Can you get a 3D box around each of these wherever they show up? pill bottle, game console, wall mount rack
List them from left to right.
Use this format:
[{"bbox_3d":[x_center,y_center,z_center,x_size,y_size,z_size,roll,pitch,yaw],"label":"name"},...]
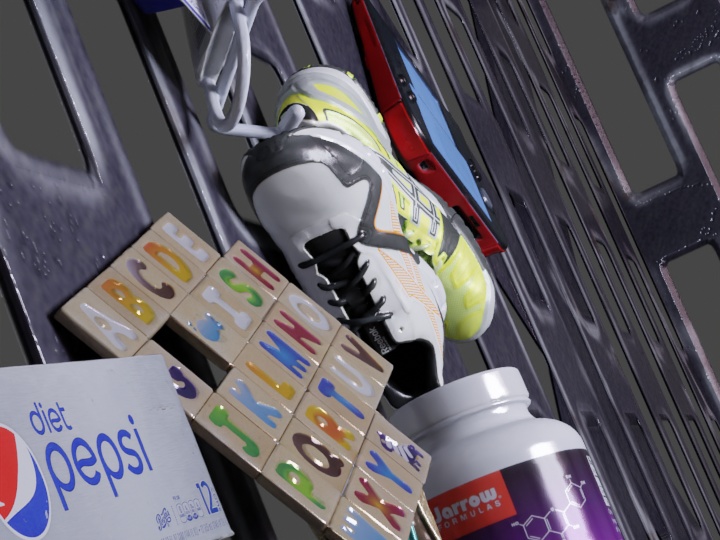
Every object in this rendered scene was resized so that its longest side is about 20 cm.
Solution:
[{"bbox_3d":[-0.046,-0.173,0.957,0.075,0.174,0.200,3,51,-23],"label":"wall mount rack"},{"bbox_3d":[0.059,-0.117,1.490,0.200,0.031,0.177,50,20,-47],"label":"game console"},{"bbox_3d":[0.086,0.158,0.949,0.200,0.112,0.112,68,15,15],"label":"pill bottle"}]

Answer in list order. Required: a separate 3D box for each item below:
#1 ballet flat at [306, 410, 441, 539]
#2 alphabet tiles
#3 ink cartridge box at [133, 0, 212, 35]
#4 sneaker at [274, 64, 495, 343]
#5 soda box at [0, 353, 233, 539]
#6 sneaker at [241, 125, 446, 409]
[{"bbox_3d":[0.023,0.154,0.831,0.065,0.070,0.200,56,15,-73],"label":"ballet flat"},{"bbox_3d":[-0.037,0.043,0.782,0.167,0.008,0.200,39,17,-3],"label":"alphabet tiles"},{"bbox_3d":[-0.132,-0.212,0.949,0.099,0.039,0.200,49,20,-48],"label":"ink cartridge box"},{"bbox_3d":[0.008,-0.030,1.099,0.200,0.075,0.076,51,24,-11],"label":"sneaker"},{"bbox_3d":[-0.107,0.068,0.507,0.068,0.063,0.200,67,15,6],"label":"soda box"},{"bbox_3d":[0.000,0.000,0.993,0.200,0.074,0.080,51,21,-41],"label":"sneaker"}]
